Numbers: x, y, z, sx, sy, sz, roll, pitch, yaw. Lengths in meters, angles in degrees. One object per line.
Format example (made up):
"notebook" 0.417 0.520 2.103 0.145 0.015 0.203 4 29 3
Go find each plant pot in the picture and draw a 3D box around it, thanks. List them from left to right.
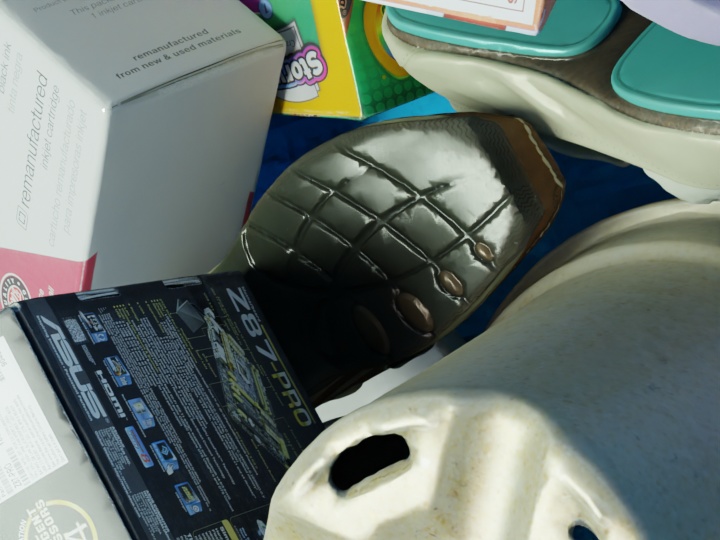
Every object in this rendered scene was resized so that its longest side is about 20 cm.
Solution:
"plant pot" 0.071 0.087 0.777 0.200 0.183 0.200 5 100 30

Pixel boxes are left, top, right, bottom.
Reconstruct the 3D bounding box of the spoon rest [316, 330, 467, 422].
"spoon rest" -0.022 0.025 1.009 0.200 0.061 0.099 42 137 30

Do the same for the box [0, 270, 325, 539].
"box" -0.038 0.099 0.812 0.049 0.161 0.200 -32 83 22

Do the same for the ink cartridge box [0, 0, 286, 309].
"ink cartridge box" -0.130 -0.070 0.974 0.200 0.083 0.147 41 137 29

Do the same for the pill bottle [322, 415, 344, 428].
"pill bottle" 0.007 0.160 0.941 0.200 0.112 0.112 58 142 8

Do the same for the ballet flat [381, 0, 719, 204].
"ballet flat" 0.090 -0.056 0.839 0.200 0.069 0.069 22 124 45

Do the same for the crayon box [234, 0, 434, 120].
"crayon box" -0.053 -0.122 0.971 0.200 0.058 0.119 7 114 49

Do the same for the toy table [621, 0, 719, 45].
"toy table" 0.097 -0.169 0.682 0.200 0.184 0.117 64 156 5

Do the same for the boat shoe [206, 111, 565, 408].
"boat shoe" 0.000 0.000 0.906 0.200 0.074 0.076 -33 82 45

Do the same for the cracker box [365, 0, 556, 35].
"cracker box" -0.024 -0.141 0.798 0.200 0.134 0.058 13 123 10
